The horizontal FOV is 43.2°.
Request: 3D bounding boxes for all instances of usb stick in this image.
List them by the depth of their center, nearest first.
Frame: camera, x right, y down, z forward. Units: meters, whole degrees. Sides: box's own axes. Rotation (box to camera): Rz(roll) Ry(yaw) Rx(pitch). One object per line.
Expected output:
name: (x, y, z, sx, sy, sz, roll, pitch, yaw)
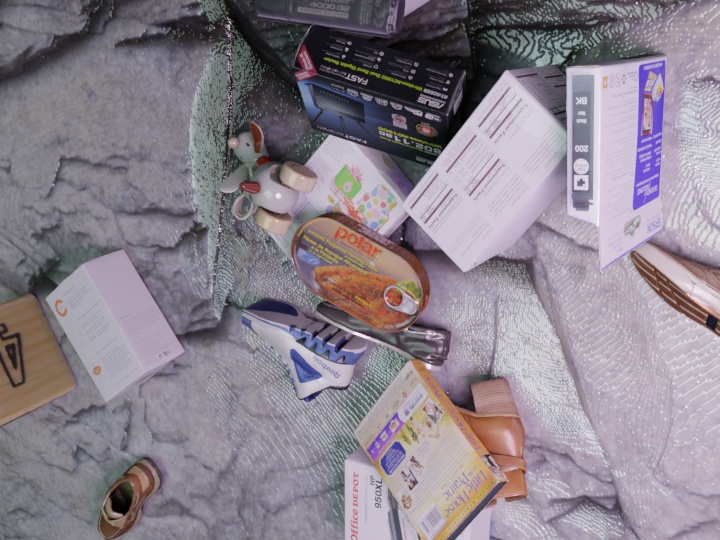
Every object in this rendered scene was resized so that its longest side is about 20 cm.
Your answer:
usb stick: (-0.040, -0.309, 1.056, 0.198, 0.033, 0.056, 16, 105, 27)

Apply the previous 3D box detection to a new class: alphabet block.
alphabet block: (-0.666, 0.183, 1.617, 0.194, 0.199, 0.198, -27, 90, 34)

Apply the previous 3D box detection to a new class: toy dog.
toy dog: (-0.144, -0.129, 1.219, 0.199, 0.096, 0.133, 20, 94, 52)

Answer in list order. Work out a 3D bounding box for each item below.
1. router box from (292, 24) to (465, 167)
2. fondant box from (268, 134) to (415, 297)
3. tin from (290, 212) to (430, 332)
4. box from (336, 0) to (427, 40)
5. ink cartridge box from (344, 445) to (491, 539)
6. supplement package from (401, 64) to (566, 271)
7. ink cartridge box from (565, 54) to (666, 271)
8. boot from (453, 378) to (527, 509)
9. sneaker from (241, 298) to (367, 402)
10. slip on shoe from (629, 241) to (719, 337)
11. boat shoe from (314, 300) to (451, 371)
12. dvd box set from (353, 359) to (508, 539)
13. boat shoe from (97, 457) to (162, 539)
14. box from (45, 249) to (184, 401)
router box: (0.026, -0.202, 1.091, 0.198, 0.150, 0.063, 20, 75, 13)
fondant box: (-0.029, -0.082, 1.237, 0.145, 0.058, 0.200, 50, 124, 9)
tin: (0.000, 0.000, 1.190, 0.199, 0.042, 0.113, 30, 123, 16)
box: (-0.015, -0.394, 1.101, 0.124, 0.097, 0.202, -25, 91, 34)
ink cartridge box: (0.079, 0.337, 1.280, 0.198, 0.084, 0.146, 10, 109, 29)
supplement package: (0.172, -0.119, 1.043, 0.111, 0.155, 0.200, 47, 122, 13)
ink cartridge box: (0.272, -0.120, 0.958, 0.043, 0.197, 0.203, 6, 107, 35)
boot: (0.126, 0.243, 1.198, 0.198, 0.077, 0.157, -18, 64, 22)
sneaker: (-0.090, 0.125, 1.322, 0.198, 0.080, 0.116, 21, 112, 23)
slip on shoe: (0.394, 0.024, 1.013, 0.200, 0.076, 0.061, 40, 81, 24)
boat shoe: (0.033, 0.073, 1.247, 0.198, 0.067, 0.058, 24, 96, 18)
dvd box set: (0.085, 0.237, 1.169, 0.201, 0.029, 0.147, 52, 121, 32)
boat shoe: (-0.423, 0.408, 1.604, 0.076, 0.074, 0.201, 42, 121, 13)
box: (-0.403, 0.090, 1.491, 0.124, 0.097, 0.201, -33, 87, 34)
